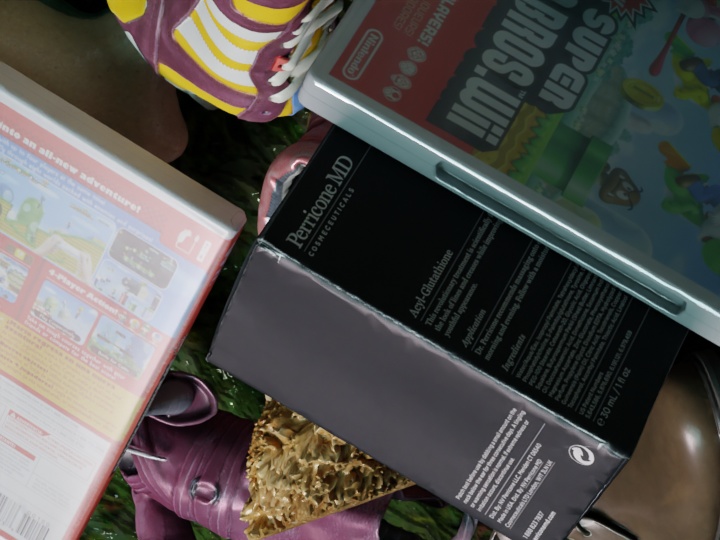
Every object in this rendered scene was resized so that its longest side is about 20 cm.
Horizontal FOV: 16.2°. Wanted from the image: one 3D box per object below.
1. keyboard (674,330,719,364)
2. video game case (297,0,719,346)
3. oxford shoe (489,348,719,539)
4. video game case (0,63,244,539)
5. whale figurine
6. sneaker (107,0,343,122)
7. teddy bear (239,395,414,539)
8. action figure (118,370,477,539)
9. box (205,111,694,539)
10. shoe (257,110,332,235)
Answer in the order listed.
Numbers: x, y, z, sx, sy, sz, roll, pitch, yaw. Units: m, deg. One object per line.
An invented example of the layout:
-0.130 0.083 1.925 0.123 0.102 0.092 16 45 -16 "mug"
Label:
0.153 0.063 1.064 0.200 0.040 0.105 -34 85 49 "keyboard"
0.094 -0.059 0.874 0.199 0.143 0.017 30 143 2 "video game case"
0.098 0.094 1.003 0.084 0.073 0.200 -5 152 -18 "oxford shoe"
-0.147 0.018 1.034 0.142 0.017 0.201 31 123 2 "video game case"
-0.169 -0.093 1.066 0.198 0.104 0.160 1 123 0 "whale figurine"
-0.029 -0.103 0.938 0.090 0.075 0.200 54 161 -18 "sneaker"
0.030 0.049 1.014 0.145 0.199 0.067 -34 75 62 "teddy bear"
-0.052 0.087 1.139 0.199 0.149 0.135 25 127 14 "action figure"
0.055 -0.021 0.895 0.141 0.200 0.079 32 141 0 "box"
0.000 0.000 1.039 0.071 0.091 0.201 16 138 18 "shoe"
